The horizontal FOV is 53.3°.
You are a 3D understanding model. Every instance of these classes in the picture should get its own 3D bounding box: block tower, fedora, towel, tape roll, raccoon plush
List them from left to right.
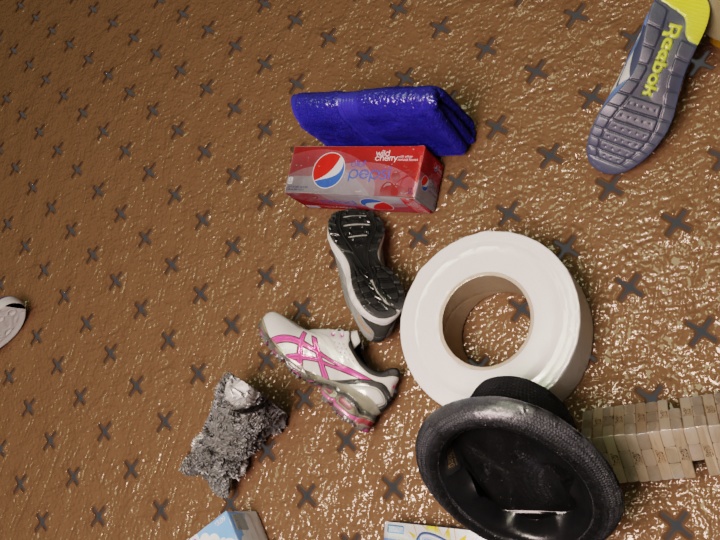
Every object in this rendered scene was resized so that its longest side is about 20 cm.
[{"bbox_3d":[-0.171,0.193,0.851,0.096,0.200,0.134,30,76,21],"label":"raccoon plush"},{"bbox_3d":[0.029,-0.179,0.886,0.198,0.147,0.050,4,83,30],"label":"towel"},{"bbox_3d":[0.146,0.063,0.779,0.201,0.071,0.204,-10,68,26],"label":"tape roll"},{"bbox_3d":[0.149,0.168,0.663,0.199,0.202,0.092,-5,34,28],"label":"fedora"},{"bbox_3d":[0.300,0.152,0.657,0.198,0.054,0.058,-16,105,25],"label":"block tower"}]

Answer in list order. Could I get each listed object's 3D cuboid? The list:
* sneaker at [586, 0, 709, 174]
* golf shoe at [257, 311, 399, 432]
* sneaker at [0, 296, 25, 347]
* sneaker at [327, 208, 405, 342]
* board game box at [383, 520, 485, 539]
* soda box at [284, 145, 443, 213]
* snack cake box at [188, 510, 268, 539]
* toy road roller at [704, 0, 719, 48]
[{"bbox_3d":[0.312,-0.199,0.780,0.073,0.082,0.201,27,106,10],"label":"sneaker"},{"bbox_3d":[-0.039,0.104,0.875,0.199,0.073,0.092,36,87,24],"label":"golf shoe"},{"bbox_3d":[-0.668,0.077,1.234,0.200,0.080,0.147,-46,61,15],"label":"sneaker"},{"bbox_3d":[0.000,0.000,0.884,0.073,0.080,0.201,-4,48,-12],"label":"sneaker"},{"bbox_3d":[0.114,0.333,0.724,0.198,0.034,0.137,-5,70,28],"label":"board game box"},{"bbox_3d":[0.003,-0.118,0.928,0.198,0.063,0.071,6,78,31],"label":"soda box"},{"bbox_3d":[-0.193,0.392,0.860,0.200,0.067,0.115,-40,59,12],"label":"snack cake box"},{"bbox_3d":[0.453,-0.280,0.698,0.146,0.123,0.200,-47,56,-10],"label":"toy road roller"}]
